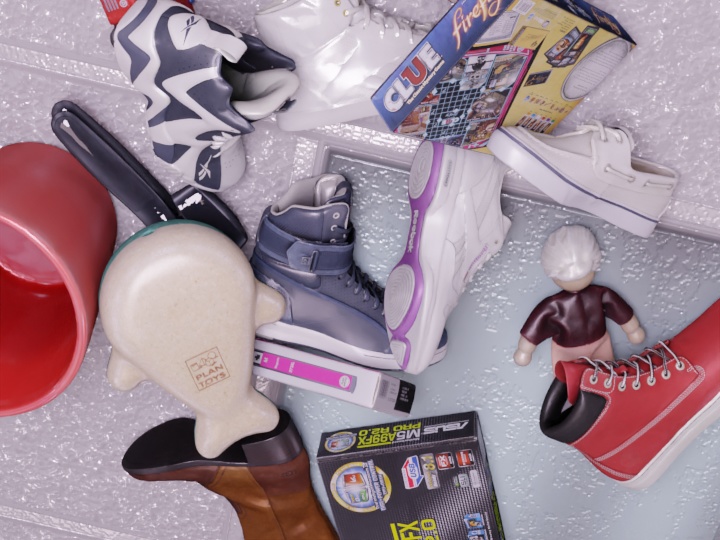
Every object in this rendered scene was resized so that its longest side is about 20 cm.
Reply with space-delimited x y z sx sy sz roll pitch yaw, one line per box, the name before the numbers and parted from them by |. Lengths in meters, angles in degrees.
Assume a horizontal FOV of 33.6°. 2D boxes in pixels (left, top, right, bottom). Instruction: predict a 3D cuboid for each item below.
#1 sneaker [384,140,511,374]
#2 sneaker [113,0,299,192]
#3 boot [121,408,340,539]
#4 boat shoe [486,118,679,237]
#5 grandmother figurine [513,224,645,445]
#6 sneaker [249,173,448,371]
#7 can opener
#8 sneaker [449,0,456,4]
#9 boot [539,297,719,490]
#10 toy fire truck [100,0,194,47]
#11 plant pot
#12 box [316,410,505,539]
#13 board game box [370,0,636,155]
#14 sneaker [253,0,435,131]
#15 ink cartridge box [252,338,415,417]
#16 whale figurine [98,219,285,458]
sneaker | 0.079 -0.010 0.990 0.098 0.075 0.204 10 96 -26
sneaker | -0.099 -0.121 0.926 0.128 0.080 0.201 18 146 26
boot | -0.125 0.235 1.195 0.185 0.069 0.202 -14 124 5
boat shoe | 0.183 -0.086 0.939 0.198 0.071 0.070 19 111 -37
grandmother figurine | 0.191 0.056 1.055 0.119 0.061 0.203 -17 116 -16
sneaker | 0.000 0.001 1.033 0.199 0.077 0.148 14 112 -13
can opener | -0.188 -0.071 1.021 0.200 0.063 0.079 43 91 -22
sneaker | 0.056 -0.240 0.888 0.196 0.077 0.074 13 75 -9
boot | 0.246 0.082 1.017 0.143 0.073 0.201 33 100 -29
toy fire truck | -0.153 -0.270 0.918 0.139 0.049 0.203 -14 117 11
plant pot | -0.297 -0.009 1.000 0.196 0.178 0.204 4 119 6
box | 0.056 0.242 1.174 0.157 0.044 0.203 -9 117 10
board game box | 0.111 -0.148 0.884 0.136 0.199 0.035 -45 65 24
sneaker | 0.015 -0.187 0.931 0.196 0.074 0.117 -12 113 7
ink cartridge box | -0.057 0.088 1.058 0.197 0.095 0.038 11 83 23
whale figurine | -0.137 0.052 0.987 0.157 0.104 0.202 -26 114 -6
